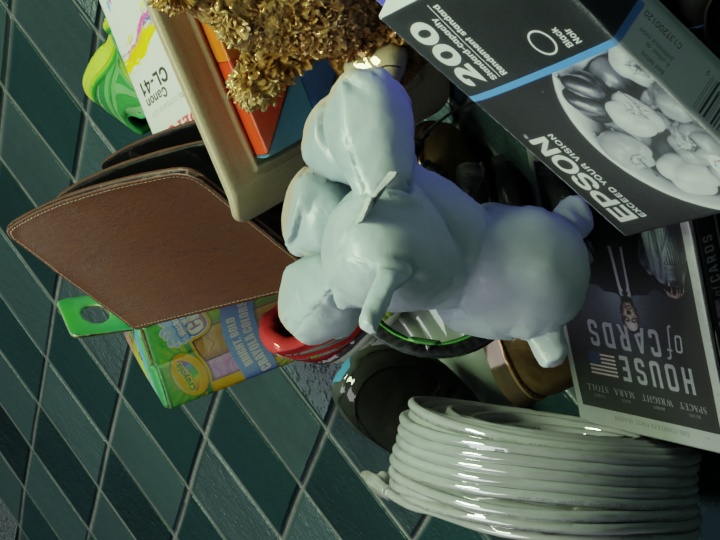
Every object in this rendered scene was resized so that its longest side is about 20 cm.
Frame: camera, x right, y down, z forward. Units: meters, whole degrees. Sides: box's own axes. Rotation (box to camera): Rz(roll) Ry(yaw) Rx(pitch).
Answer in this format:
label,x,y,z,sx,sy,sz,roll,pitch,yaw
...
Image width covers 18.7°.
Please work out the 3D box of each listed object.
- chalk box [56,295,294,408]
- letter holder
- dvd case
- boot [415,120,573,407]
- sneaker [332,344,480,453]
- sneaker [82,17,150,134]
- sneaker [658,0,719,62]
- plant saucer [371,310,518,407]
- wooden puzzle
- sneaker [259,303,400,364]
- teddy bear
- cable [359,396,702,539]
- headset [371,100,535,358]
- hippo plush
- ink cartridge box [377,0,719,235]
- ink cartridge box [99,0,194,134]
label,x,y,z,sx,sy,sz,roll,pitch,yaw
chalk box,-0.128,0.014,1.666,0.124,0.200,0.124,-126,18,-56
letter holder,-0.124,-0.051,1.473,0.200,0.101,0.142,-14,139,43
dvd case,0.167,0.006,1.317,0.150,0.025,0.200,9,115,58
boot,0.099,-0.015,1.430,0.075,0.074,0.200,-25,92,36
sneaker,0.070,0.118,1.512,0.200,0.073,0.082,33,-177,-23
sneaker,-0.162,-0.170,1.725,0.084,0.074,0.200,47,156,4
sneaker,0.176,-0.191,1.087,0.078,0.070,0.200,31,146,30
plant saucer,0.039,0.050,1.602,0.200,0.050,0.200,42,149,33
wooden puzzle,-0.037,-0.155,1.367,0.037,0.185,0.200,8,124,53
sneaker,0.000,0.000,1.514,0.200,0.085,0.077,-51,54,32
teddy bear,-0.033,-0.154,1.275,0.200,0.145,0.067,45,-170,-44
cable,0.118,0.128,1.386,0.200,0.200,0.069,-168,85,-72
headset,0.052,-0.046,1.359,0.094,0.123,0.200,58,-140,-83
hippo plush,0.053,-0.029,1.259,0.200,0.161,0.159,167,109,-72
ink cartridge box,0.109,-0.099,1.183,0.198,0.043,0.200,41,158,-16
ink cartridge box,-0.108,-0.191,1.524,0.148,0.086,0.200,-27,83,53
